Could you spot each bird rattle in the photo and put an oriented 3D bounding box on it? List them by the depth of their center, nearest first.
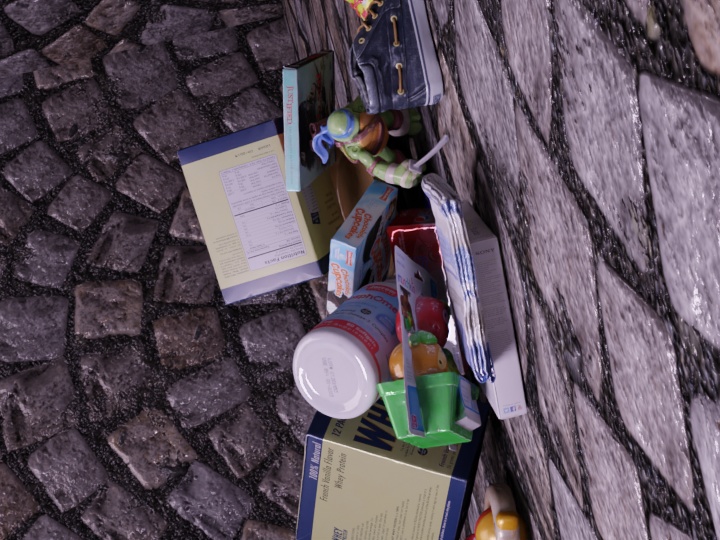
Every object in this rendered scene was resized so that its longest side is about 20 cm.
[{"bbox_3d":[0.175,0.334,1.745,0.200,0.111,0.165,-72,-18,-72],"label":"bird rattle"}]

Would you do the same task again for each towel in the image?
[{"bbox_3d":[0.099,0.005,1.499,0.147,0.024,0.202,-114,11,-74],"label":"towel"}]

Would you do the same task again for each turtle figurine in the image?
[{"bbox_3d":[0.053,-0.171,1.744,0.144,0.200,0.194,53,-169,15],"label":"turtle figurine"}]

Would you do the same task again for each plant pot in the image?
[{"bbox_3d":[0.003,-0.076,1.912,0.200,0.027,0.201,47,147,43],"label":"plant pot"}]

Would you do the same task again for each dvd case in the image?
[{"bbox_3d":[-0.061,-0.187,1.779,0.200,0.022,0.147,-53,-37,-73],"label":"dvd case"}]

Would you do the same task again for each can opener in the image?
[{"bbox_3d":[0.048,-0.139,1.897,0.064,0.078,0.201,98,159,-60],"label":"can opener"}]

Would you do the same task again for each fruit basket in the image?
[{"bbox_3d":[0.077,0.089,1.583,0.185,0.093,0.202,38,-129,-68],"label":"fruit basket"}]

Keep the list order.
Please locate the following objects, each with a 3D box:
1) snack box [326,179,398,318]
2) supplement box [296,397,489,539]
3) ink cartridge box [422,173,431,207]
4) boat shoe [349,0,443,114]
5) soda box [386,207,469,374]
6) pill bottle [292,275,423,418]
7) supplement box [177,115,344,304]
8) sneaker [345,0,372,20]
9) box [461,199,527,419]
[{"bbox_3d":[0.000,0.000,1.776,0.116,0.037,0.201,-56,-19,-39],"label":"snack box"},{"bbox_3d":[0.038,0.252,1.805,0.135,0.198,0.201,-65,-14,-49],"label":"supplement box"},{"bbox_3d":[0.092,-0.012,1.908,0.198,0.043,0.202,-109,8,-69],"label":"ink cartridge box"},{"bbox_3d":[0.025,-0.275,1.614,0.071,0.090,0.202,128,128,-76],"label":"boat shoe"},{"bbox_3d":[0.088,0.026,1.778,0.063,0.069,0.202,-48,-49,-61],"label":"soda box"},{"bbox_3d":[0.013,0.080,1.677,0.200,0.108,0.110,-40,-56,-54],"label":"pill bottle"},{"bbox_3d":[-0.116,-0.085,1.858,0.200,0.133,0.202,-41,-66,-75],"label":"supplement box"},{"bbox_3d":[0.002,-0.344,1.772,0.078,0.089,0.202,93,162,-71],"label":"sneaker"},{"bbox_3d":[0.131,0.039,1.556,0.144,0.036,0.202,-115,13,-71],"label":"box"}]
